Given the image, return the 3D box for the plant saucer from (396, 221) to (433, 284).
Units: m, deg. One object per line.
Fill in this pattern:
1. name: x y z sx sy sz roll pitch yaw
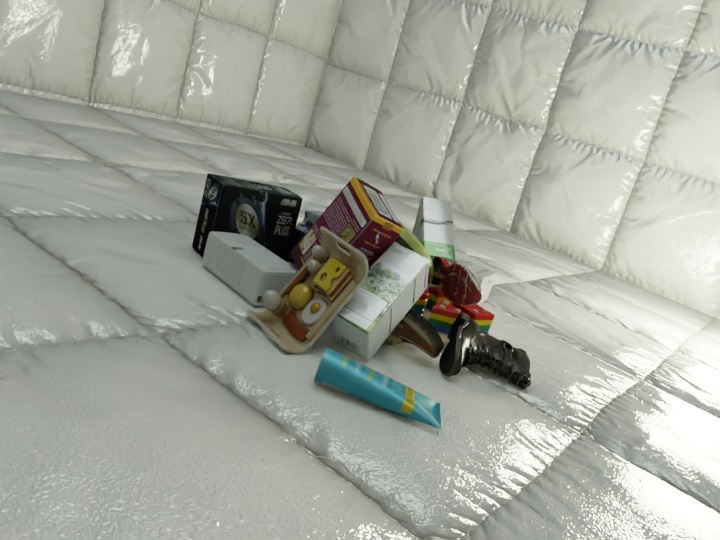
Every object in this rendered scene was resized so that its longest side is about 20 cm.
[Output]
1. plant saucer: 0.096 -0.054 1.422 0.200 0.031 0.200 46 -9 9

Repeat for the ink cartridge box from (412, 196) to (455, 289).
1. ink cartridge box: 0.174 -0.056 1.576 0.082 0.148 0.204 8 48 -3

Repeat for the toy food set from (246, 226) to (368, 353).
1. toy food set: -0.091 0.027 1.083 0.143 0.201 0.061 32 -11 47

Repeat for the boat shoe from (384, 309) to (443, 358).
1. boat shoe: 0.067 0.101 1.206 0.199 0.075 0.075 39 15 29

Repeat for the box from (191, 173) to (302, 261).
1. box: -0.242 -0.103 1.389 0.196 0.168 0.086 6 17 -40

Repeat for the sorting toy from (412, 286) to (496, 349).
1. sorting toy: 0.170 0.089 1.378 0.195 0.071 0.199 4 20 -42

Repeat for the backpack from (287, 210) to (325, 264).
1. backpack: -0.056 -0.054 1.488 0.197 0.158 0.189 24 5 34

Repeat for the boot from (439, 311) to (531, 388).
1. boot: 0.241 0.164 1.195 0.172 0.070 0.201 31 31 2

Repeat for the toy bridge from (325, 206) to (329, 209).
1. toy bridge: -0.025 -0.041 1.295 0.066 0.027 0.203 -16 72 -38

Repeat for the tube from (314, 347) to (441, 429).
1. tube: 0.029 0.176 0.952 0.196 0.051 0.078 24 22 -1

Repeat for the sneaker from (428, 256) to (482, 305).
1. sneaker: 0.217 0.021 1.384 0.080 0.080 0.200 14 15 -18

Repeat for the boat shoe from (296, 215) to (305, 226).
1. boat shoe: -0.132 -0.097 1.714 0.072 0.076 0.201 27 23 -2

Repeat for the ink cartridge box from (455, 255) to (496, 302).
1. ink cartridge box: 0.243 0.013 1.712 0.196 0.085 0.146 24 15 24

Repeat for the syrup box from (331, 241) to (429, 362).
1. syrup box: 0.038 0.051 1.128 0.078 0.083 0.200 26 53 23

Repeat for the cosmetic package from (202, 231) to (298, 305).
1. cosmetic package: -0.212 -0.005 1.252 0.198 0.076 0.100 29 17 39

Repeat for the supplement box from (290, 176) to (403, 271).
1. supplement box: -0.028 -0.052 1.191 0.085 0.200 0.112 20 31 -43
